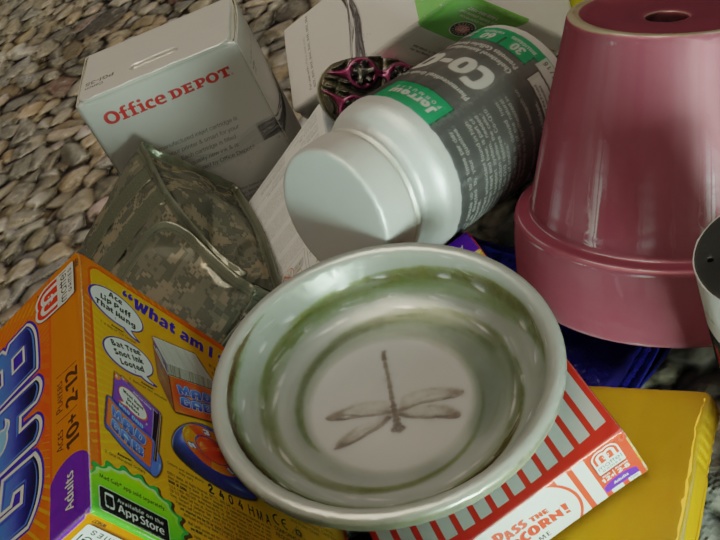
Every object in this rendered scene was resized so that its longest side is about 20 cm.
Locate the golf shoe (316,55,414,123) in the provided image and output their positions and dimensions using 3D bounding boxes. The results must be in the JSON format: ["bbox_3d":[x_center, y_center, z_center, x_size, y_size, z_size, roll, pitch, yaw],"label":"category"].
[{"bbox_3d":[0.046,-0.115,0.918,0.092,0.198,0.073,9,84,62],"label":"golf shoe"}]

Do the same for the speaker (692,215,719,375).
[{"bbox_3d":[0.227,0.058,0.589,0.080,0.201,0.082,-16,40,14],"label":"speaker"}]

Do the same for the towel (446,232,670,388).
[{"bbox_3d":[0.109,0.044,0.795,0.199,0.050,0.148,14,55,40],"label":"towel"}]

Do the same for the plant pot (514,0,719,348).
[{"bbox_3d":[0.194,-0.076,0.724,0.197,0.181,0.201,-5,26,2],"label":"plant pot"}]

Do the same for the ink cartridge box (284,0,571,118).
[{"bbox_3d":[0.053,-0.193,0.945,0.199,0.145,0.085,-26,65,42],"label":"ink cartridge box"}]

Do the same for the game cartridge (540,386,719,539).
[{"bbox_3d":[0.103,0.159,0.659,0.175,0.032,0.201,-1,54,35],"label":"game cartridge"}]

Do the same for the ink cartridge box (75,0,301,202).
[{"bbox_3d":[-0.128,-0.111,0.982,0.145,0.201,0.083,-20,40,10],"label":"ink cartridge box"}]

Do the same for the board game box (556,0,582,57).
[{"bbox_3d":[0.182,-0.221,0.986,0.199,0.048,0.102,-21,35,44],"label":"board game box"}]

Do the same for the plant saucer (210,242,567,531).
[{"bbox_3d":[0.017,0.069,0.645,0.198,0.051,0.201,-7,44,7],"label":"plant saucer"}]

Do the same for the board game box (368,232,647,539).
[{"bbox_3d":[0.056,0.087,0.697,0.151,0.046,0.200,-37,41,3],"label":"board game box"}]

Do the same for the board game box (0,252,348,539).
[{"bbox_3d":[-0.144,0.160,0.656,0.200,0.200,0.201,-42,35,16],"label":"board game box"}]

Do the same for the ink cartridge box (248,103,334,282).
[{"bbox_3d":[-0.044,-0.008,0.885,0.162,0.050,0.201,-50,35,33],"label":"ink cartridge box"}]

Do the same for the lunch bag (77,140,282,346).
[{"bbox_3d":[-0.146,0.027,0.873,0.165,0.117,0.200,-56,37,16],"label":"lunch bag"}]

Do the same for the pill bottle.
[{"bbox_3d":[0.049,-0.081,0.787,0.112,0.114,0.199,17,41,41],"label":"pill bottle"}]
